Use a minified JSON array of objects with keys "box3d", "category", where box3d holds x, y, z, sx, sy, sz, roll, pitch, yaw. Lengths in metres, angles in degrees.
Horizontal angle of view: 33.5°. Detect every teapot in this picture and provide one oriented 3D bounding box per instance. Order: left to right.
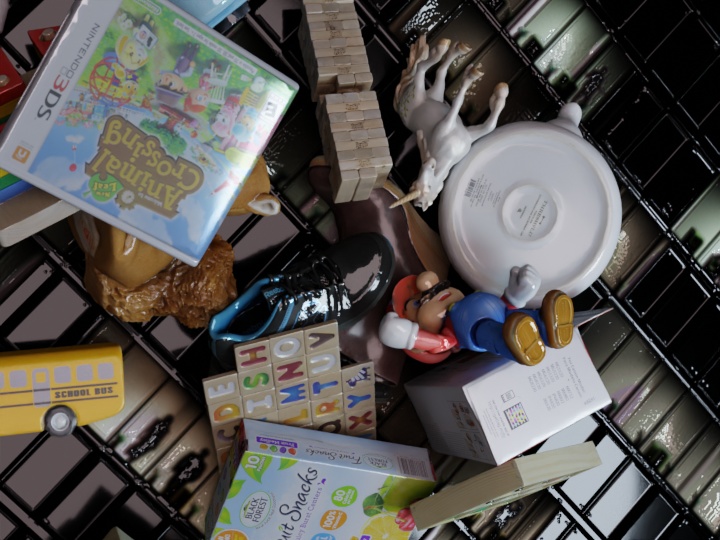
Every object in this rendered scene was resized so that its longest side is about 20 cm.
[{"box3d":[0.171,-0.051,1.226,0.198,0.146,0.199,-23,87,5],"category":"teapot"}]

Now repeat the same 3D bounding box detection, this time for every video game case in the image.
[{"box3d":[-0.173,-0.123,0.985,0.199,0.022,0.183,29,95,-31],"category":"video game case"}]

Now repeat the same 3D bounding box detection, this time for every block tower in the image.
[{"box3d":[-0.017,-0.170,1.167,0.053,0.058,0.202,-7,71,-14],"category":"block tower"}]

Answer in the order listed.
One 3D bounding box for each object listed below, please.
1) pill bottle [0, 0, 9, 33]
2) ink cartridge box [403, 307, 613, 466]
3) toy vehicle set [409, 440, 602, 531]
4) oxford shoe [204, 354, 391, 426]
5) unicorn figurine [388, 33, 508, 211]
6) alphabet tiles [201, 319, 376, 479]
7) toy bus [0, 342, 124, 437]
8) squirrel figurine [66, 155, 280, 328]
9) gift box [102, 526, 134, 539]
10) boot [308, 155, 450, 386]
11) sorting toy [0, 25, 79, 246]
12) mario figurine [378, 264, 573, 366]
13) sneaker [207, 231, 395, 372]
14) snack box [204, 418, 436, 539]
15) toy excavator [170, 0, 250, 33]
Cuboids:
[{"box3d":[-0.345,-0.321,1.063,0.113,0.114,0.203,12,90,-17],"category":"pill bottle"},{"box3d":[0.159,0.113,1.195,0.174,0.200,0.085,-26,92,-14],"category":"ink cartridge box"},{"box3d":[0.149,0.213,1.193,0.124,0.199,0.027,-30,73,28],"category":"toy vehicle set"},{"box3d":[-0.064,0.128,1.210,0.198,0.073,0.085,5,118,-21],"category":"oxford shoe"},{"box3d":[0.078,-0.145,1.172,0.073,0.201,0.138,25,112,-21],"category":"unicorn figurine"},{"box3d":[-0.065,0.130,1.157,0.165,0.008,0.201,-14,135,-11],"category":"alphabet tiles"},{"box3d":[-0.323,0.117,1.120,0.198,0.065,0.079,-4,94,-17],"category":"toy bus"},{"box3d":[-0.173,-0.046,1.138,0.185,0.141,0.202,-19,121,-30],"category":"squirrel figurine"},{"box3d":[-0.213,0.382,1.107,0.184,0.187,0.201,36,82,-15],"category":"gift box"},{"box3d":[0.000,0.000,1.195,0.199,0.072,0.168,38,66,-24],"category":"boot"},{"box3d":[-0.266,-0.144,1.051,0.197,0.200,0.070,-29,137,-13],"category":"sorting toy"},{"box3d":[0.094,0.033,1.109,0.123,0.199,0.107,19,79,-40],"category":"mario figurine"},{"box3d":[-0.053,0.027,1.117,0.199,0.082,0.073,-35,67,-5],"category":"sneaker"},{"box3d":[-0.041,0.229,1.189,0.198,0.053,0.143,12,121,-17],"category":"snack box"},{"box3d":[-0.122,-0.283,1.090,0.194,0.200,0.100,-43,104,-19],"category":"toy excavator"}]
